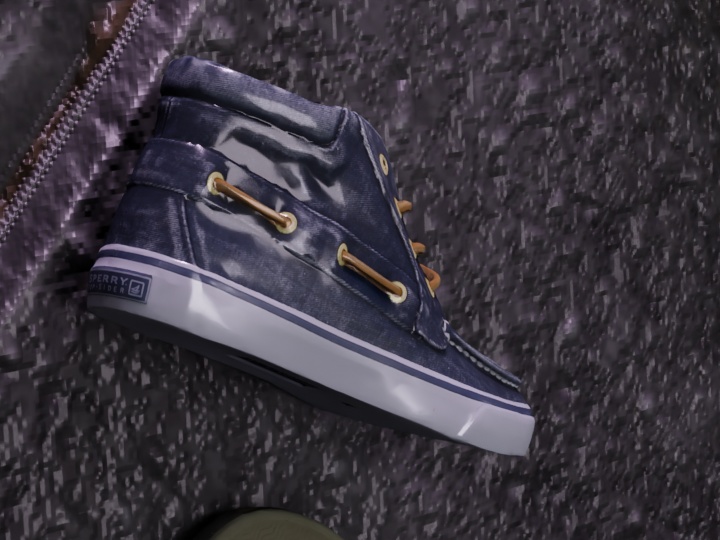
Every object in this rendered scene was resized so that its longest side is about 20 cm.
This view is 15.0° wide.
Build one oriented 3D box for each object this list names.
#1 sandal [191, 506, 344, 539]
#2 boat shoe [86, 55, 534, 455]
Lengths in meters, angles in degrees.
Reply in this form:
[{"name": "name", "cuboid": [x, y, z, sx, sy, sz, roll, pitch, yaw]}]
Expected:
[{"name": "sandal", "cuboid": [0.014, 0.154, 0.950, 0.201, 0.057, 0.080, 45, 60, -19]}, {"name": "boat shoe", "cuboid": [0.000, 0.000, 0.927, 0.200, 0.071, 0.091, 25, 79, -44]}]
